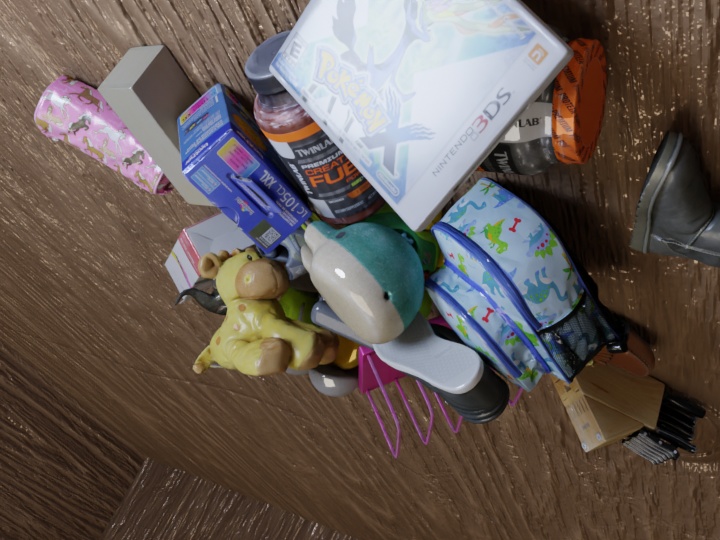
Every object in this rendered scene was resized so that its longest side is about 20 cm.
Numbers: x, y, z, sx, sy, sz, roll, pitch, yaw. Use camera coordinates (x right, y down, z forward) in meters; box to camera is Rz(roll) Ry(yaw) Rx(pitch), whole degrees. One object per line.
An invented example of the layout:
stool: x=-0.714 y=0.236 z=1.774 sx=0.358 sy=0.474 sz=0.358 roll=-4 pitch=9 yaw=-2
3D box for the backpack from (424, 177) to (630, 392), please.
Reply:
backpack: x=0.158 y=0.018 z=0.804 sx=0.201 sy=0.147 sz=0.183 roll=54 pitch=175 yaw=-33

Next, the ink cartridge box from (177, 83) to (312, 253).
ink cartridge box: x=-0.131 y=-0.112 z=0.844 sx=0.136 sy=0.076 sz=0.201 roll=45 pitch=-168 yaw=-32

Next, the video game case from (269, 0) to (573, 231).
video game case: x=0.036 y=-0.165 z=0.595 sx=0.200 sy=0.022 sz=0.183 roll=49 pitch=120 yaw=15

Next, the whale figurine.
whale figurine: x=0.000 y=0.000 z=0.841 sx=0.160 sy=0.104 sz=0.200 roll=54 pitch=169 yaw=-20

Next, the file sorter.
file sorter: x=0.111 y=0.150 z=1.023 sx=0.140 sy=0.198 sz=0.126 roll=90 pitch=157 yaw=-60

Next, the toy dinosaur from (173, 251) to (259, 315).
toy dinosaur: x=-0.182 y=0.033 z=1.122 sx=0.077 sy=0.199 sz=0.103 roll=48 pitch=145 yaw=13

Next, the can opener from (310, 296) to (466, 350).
can opener: x=0.037 y=0.068 z=0.944 sx=0.198 sy=0.053 sz=0.068 roll=23 pitch=120 yaw=8

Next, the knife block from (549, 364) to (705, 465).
knife block: x=0.369 y=0.169 z=1.026 sx=0.064 sy=0.173 sz=0.202 roll=112 pitch=140 yaw=-62

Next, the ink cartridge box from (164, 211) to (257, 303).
ink cartridge box: x=-0.224 y=-0.024 z=1.139 sx=0.068 sy=0.116 sz=0.200 roll=59 pitch=150 yaw=4

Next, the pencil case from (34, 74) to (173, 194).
pencil case: x=-0.336 y=-0.182 z=1.024 sx=0.198 sy=0.083 sz=0.087 roll=29 pitch=152 yaw=-4

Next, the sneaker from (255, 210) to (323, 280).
sneaker: x=-0.115 y=-0.065 z=0.984 sx=0.200 sy=0.081 sz=0.074 roll=40 pitch=162 yaw=34

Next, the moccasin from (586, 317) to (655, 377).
moccasin: x=0.267 y=0.084 z=0.934 sx=0.199 sy=0.078 sz=0.074 roll=28 pitch=153 yaw=0

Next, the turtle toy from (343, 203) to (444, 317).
turtle toy: x=0.043 y=-0.012 z=0.949 sx=0.144 sy=0.102 sz=0.201 roll=8 pitch=146 yaw=33

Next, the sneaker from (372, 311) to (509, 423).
sneaker: x=0.088 y=0.111 z=0.848 sx=0.099 sy=0.071 sz=0.199 roll=47 pitch=169 yaw=-32

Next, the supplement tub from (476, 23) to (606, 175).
supplement tub: x=0.100 y=-0.148 z=0.645 sx=0.198 sy=0.123 sz=0.123 roll=10 pitch=148 yaw=30

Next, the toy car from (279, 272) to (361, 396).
toy car: x=-0.036 y=0.081 z=1.142 sx=0.199 sy=0.178 sz=0.149 roll=20 pitch=-164 yaw=42

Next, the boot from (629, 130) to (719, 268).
boot: x=0.349 y=-0.040 z=0.660 sx=0.198 sy=0.073 sz=0.182 roll=23 pitch=167 yaw=24

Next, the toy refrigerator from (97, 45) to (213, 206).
toy refrigerator: x=-0.233 y=-0.177 z=0.947 sx=0.069 sy=0.077 sz=0.201 roll=7 pitch=147 yaw=33

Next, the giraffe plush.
giraffe plush: x=-0.137 y=0.049 z=1.016 sx=0.197 sy=0.165 sz=0.172 roll=-4 pitch=179 yaw=25

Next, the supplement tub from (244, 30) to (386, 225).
supplement tub: x=-0.043 y=-0.148 z=0.790 sx=0.106 sy=0.108 sz=0.201 roll=6 pitch=146 yaw=35
